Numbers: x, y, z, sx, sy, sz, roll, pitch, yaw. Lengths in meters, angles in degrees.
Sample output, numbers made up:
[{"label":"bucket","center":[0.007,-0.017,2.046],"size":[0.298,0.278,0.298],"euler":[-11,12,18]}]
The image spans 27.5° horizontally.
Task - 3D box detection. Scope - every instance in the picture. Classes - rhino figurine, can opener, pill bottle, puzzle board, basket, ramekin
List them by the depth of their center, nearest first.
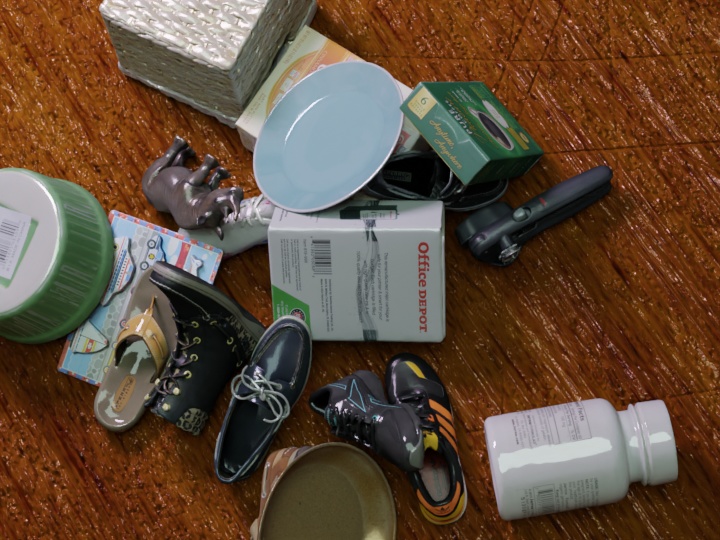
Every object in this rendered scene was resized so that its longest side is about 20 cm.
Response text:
[{"label":"pill bottle","center":[0.240,0.202,1.612],"size":[0.197,0.114,0.116],"euler":[-10,73,2]},{"label":"ramekin","center":[-0.398,-0.022,1.720],"size":[0.197,0.098,0.203],"euler":[-5,75,20]},{"label":"can opener","center":[0.209,-0.069,1.722],"size":[0.198,0.063,0.079],"euler":[-27,72,-3]},{"label":"rhino figurine","center":[-0.192,-0.091,1.729],"size":[0.088,0.060,0.199],"euler":[-53,41,-4]},{"label":"puzzle board","center":[-0.261,0.047,1.733],"size":[0.149,0.017,0.203],"euler":[19,88,10]},{"label":"basket","center":[-0.181,-0.314,1.782],"size":[0.198,0.161,0.200],"euler":[26,76,10]}]

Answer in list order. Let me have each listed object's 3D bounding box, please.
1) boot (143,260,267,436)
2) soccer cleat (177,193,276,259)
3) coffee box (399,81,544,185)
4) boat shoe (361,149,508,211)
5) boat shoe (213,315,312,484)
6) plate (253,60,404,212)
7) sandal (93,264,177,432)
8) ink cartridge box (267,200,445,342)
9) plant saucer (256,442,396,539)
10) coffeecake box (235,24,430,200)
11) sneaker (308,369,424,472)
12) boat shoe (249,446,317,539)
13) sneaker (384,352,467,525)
[{"label":"boot","center":[-0.196,0.091,1.648],"size":[0.073,0.203,0.155],"euler":[27,81,35]},{"label":"soccer cleat","center":[-0.126,-0.064,1.739],"size":[0.197,0.086,0.071],"euler":[-12,73,2]},{"label":"coffee box","center":[0.130,-0.160,1.686],"size":[0.044,0.200,0.123],"euler":[-45,79,23]},{"label":"boat shoe","center":[0.095,-0.108,1.700],"size":[0.198,0.068,0.073],"euler":[5,90,-28]},{"label":"boat shoe","center":[-0.113,0.147,1.657],"size":[0.074,0.062,0.202],"euler":[30,98,3]},{"label":"plate","center":[-0.034,-0.150,1.682],"size":[0.198,0.026,0.203],"euler":[-17,55,24]},{"label":"sandal","center":[-0.254,0.092,1.693],"size":[0.079,0.054,0.202],"euler":[24,90,11]},{"label":"ink cartridge box","center":[0.000,0.000,1.675],"size":[0.197,0.083,0.149],"euler":[1,117,5]},{"label":"plant saucer","center":[-0.044,0.288,1.601],"size":[0.035,0.199,0.203],"euler":[0,68,47]},{"label":"coffeecake box","center":[-0.025,-0.173,1.769],"size":[0.199,0.073,0.154],"euler":[32,78,13]},{"label":"sneaker","center":[0.008,0.172,1.613],"size":[0.078,0.200,0.077],"euler":[-6,108,-22]},{"label":"boat shoe","center":[-0.084,0.296,1.644],"size":[0.073,0.075,0.203],"euler":[3,80,39]},{"label":"sneaker","center":[0.075,0.180,1.646],"size":[0.069,0.090,0.203],"euler":[-15,73,0]}]
